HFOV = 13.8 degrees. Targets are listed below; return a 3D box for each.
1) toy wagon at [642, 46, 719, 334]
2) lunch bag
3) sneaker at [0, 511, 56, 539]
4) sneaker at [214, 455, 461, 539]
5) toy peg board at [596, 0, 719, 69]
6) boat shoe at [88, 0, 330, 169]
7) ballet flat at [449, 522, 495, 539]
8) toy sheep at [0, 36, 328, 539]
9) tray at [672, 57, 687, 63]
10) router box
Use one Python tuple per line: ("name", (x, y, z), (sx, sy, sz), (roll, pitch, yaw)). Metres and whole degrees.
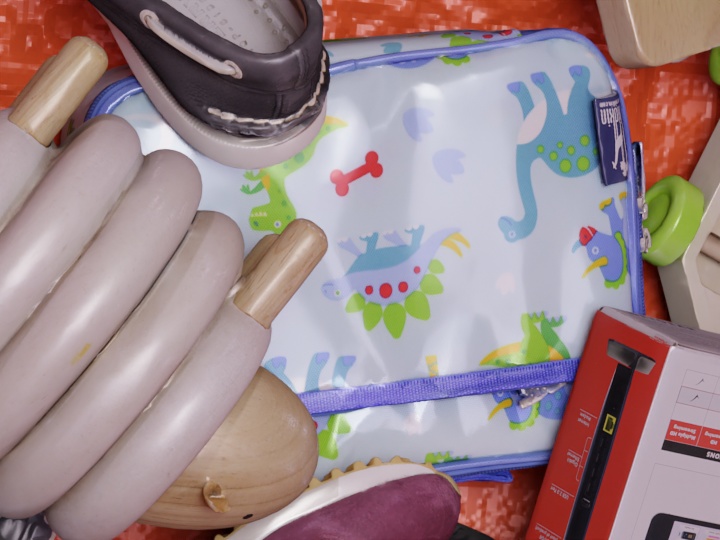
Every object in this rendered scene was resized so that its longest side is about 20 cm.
("toy wagon", (0.169, 0.002, 1.091), (0.155, 0.040, 0.201), (28, 87, -23))
("lunch bag", (0.000, 0.000, 1.035), (0.199, 0.082, 0.162), (-5, 97, -13))
("sneaker", (-0.164, 0.132, 0.999), (0.077, 0.080, 0.200), (41, 88, 0))
("sneaker", (-0.039, 0.140, 0.973), (0.199, 0.075, 0.090), (-30, 70, -13))
("toy peg board", (0.166, -0.191, 1.009), (0.198, 0.098, 0.201), (-19, 99, -29))
("boat shoe", (-0.081, -0.120, 0.976), (0.074, 0.060, 0.200), (-31, 69, -21))
("ballet flat", (-0.036, 0.128, 1.055), (0.199, 0.067, 0.057), (-9, 139, -14))
("toy sheep", (-0.096, 0.008, 0.920), (0.200, 0.138, 0.138), (39, 83, -5))
("tray", (0.167, -0.174, 1.098), (0.200, 0.022, 0.108), (-35, 102, -10))
("router box", (0.146, 0.121, 1.049), (0.199, 0.049, 0.180), (14, 98, -31))
